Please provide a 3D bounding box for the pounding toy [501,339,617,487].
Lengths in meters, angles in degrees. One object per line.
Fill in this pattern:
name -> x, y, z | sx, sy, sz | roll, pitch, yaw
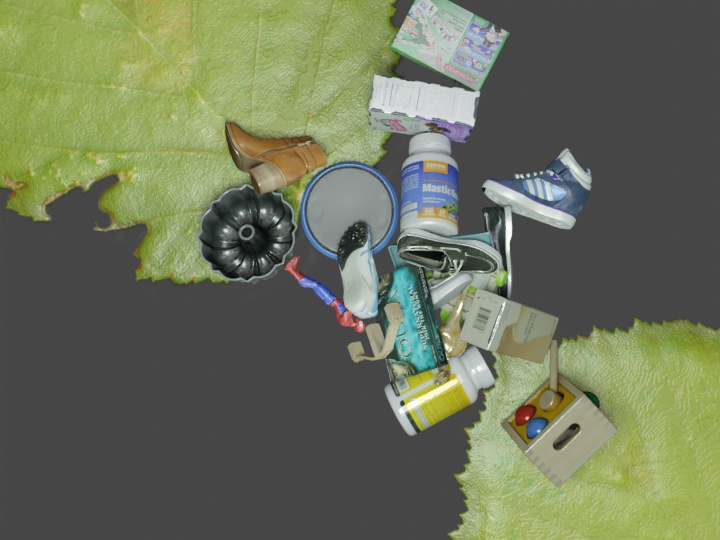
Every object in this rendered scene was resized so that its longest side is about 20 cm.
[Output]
pounding toy -> 0.377, 0.269, 1.618 | 0.200, 0.184, 0.142 | -45, 101, 2

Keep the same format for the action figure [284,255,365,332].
action figure -> -0.048, 0.033, 1.671 | 0.099, 0.065, 0.200 | -44, 89, 8

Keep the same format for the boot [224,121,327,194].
boot -> -0.171, -0.246, 1.665 | 0.155, 0.077, 0.200 | -26, 52, -18

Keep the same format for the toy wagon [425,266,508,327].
toy wagon -> 0.198, 0.035, 1.655 | 0.155, 0.040, 0.201 | 27, 116, 22

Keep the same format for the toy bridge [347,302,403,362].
toy bridge -> 0.031, 0.136, 1.615 | 0.027, 0.200, 0.067 | -7, 64, -30

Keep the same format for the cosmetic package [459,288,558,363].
cosmetic package -> 0.287, 0.109, 1.600 | 0.071, 0.200, 0.106 | 22, 94, 44

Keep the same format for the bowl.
bowl -> -0.022, -0.119, 1.683 | 0.200, 0.039, 0.201 | 0, 91, 1

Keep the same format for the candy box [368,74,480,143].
candy box -> 0.117, -0.307, 1.611 | 0.199, 0.168, 0.072 | 9, 88, 2

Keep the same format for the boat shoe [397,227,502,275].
boat shoe -> 0.164, -0.020, 1.555 | 0.199, 0.064, 0.071 | 12, 132, -1

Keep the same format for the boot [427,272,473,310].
boot -> 0.118, 0.035, 1.637 | 0.200, 0.073, 0.096 | -36, 73, 23

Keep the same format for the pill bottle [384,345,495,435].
pill bottle -> 0.157, 0.231, 1.645 | 0.200, 0.112, 0.113 | -28, 90, 2

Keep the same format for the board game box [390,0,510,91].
board game box -> 0.178, -0.459, 1.678 | 0.200, 0.029, 0.135 | 28, 92, 1

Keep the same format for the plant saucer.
plant saucer -> 0.157, -0.036, 1.600 | 0.199, 0.019, 0.070 | -7, 127, 20

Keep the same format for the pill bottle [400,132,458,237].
pill bottle -> 0.134, -0.160, 1.623 | 0.112, 0.112, 0.201 | 1, 71, 2

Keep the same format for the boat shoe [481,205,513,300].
boat shoe -> 0.271, -0.028, 1.662 | 0.060, 0.076, 0.201 | -2, 88, 10

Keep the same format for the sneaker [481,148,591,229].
sneaker -> 0.356, -0.182, 1.658 | 0.200, 0.081, 0.147 | 23, 82, 6

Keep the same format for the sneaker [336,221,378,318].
sneaker -> 0.000, 0.000, 1.617 | 0.072, 0.072, 0.201 | -16, 60, 25

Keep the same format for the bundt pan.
bundt pan -> -0.213, -0.064, 1.652 | 0.201, 0.076, 0.203 | -3, 73, 10

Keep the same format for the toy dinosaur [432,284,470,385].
toy dinosaur -> 0.161, 0.123, 1.612 | 0.101, 0.058, 0.201 | 9, 78, 35

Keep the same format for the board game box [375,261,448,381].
board game box -> 0.087, 0.099, 1.598 | 0.135, 0.028, 0.201 | -25, 73, 43
